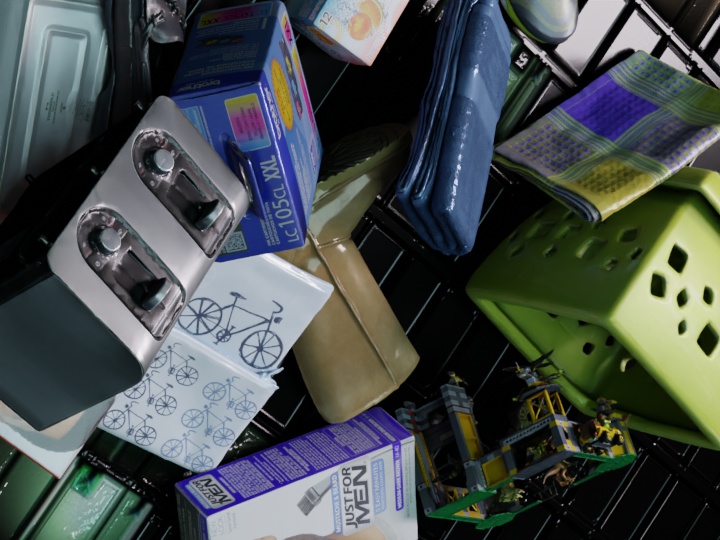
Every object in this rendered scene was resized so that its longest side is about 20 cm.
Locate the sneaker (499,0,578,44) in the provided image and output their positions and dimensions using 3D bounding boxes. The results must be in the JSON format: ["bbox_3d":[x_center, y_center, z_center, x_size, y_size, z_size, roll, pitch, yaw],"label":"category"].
[{"bbox_3d":[0.154,-0.283,1.694,0.074,0.081,0.201,-20,113,-25],"label":"sneaker"}]

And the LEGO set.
[{"bbox_3d":[0.128,0.134,1.753,0.153,0.200,0.116,8,57,-46],"label":"LEGO set"}]

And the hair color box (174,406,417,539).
[{"bbox_3d":[-0.050,0.201,1.698,0.199,0.065,0.110,-19,123,-25],"label":"hair color box"}]

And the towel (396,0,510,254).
[{"bbox_3d":[0.078,-0.121,1.653,0.112,0.048,0.201,58,40,-62],"label":"towel"}]

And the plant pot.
[{"bbox_3d":[0.246,0.016,1.767,0.199,0.200,0.182,45,72,-31],"label":"plant pot"}]

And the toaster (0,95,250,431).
[{"bbox_3d":[-0.193,0.000,1.418,0.119,0.200,0.181,46,46,-18],"label":"toaster"}]

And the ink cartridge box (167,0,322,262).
[{"bbox_3d":[-0.085,-0.099,1.520,0.076,0.200,0.137,-10,117,11],"label":"ink cartridge box"}]

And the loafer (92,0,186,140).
[{"bbox_3d":[-0.153,-0.162,1.537,0.072,0.063,0.201,-12,114,-60],"label":"loafer"}]

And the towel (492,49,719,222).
[{"bbox_3d":[0.220,-0.118,1.742,0.199,0.143,0.023,-32,133,-22],"label":"towel"}]

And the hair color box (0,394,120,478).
[{"bbox_3d":[-0.276,0.053,1.508,0.200,0.061,0.102,38,81,-21],"label":"hair color box"}]

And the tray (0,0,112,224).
[{"bbox_3d":[-0.232,-0.123,1.534,0.107,0.022,0.201,5,100,-33],"label":"tray"}]

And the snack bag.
[{"bbox_3d":[-0.136,0.053,1.609,0.188,0.021,0.200,31,103,-32],"label":"snack bag"}]

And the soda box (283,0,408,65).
[{"bbox_3d":[0.019,-0.265,1.626,0.068,0.063,0.201,34,83,-33],"label":"soda box"}]

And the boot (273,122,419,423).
[{"bbox_3d":[0.000,0.000,1.688,0.175,0.066,0.201,-31,117,-8],"label":"boot"}]
